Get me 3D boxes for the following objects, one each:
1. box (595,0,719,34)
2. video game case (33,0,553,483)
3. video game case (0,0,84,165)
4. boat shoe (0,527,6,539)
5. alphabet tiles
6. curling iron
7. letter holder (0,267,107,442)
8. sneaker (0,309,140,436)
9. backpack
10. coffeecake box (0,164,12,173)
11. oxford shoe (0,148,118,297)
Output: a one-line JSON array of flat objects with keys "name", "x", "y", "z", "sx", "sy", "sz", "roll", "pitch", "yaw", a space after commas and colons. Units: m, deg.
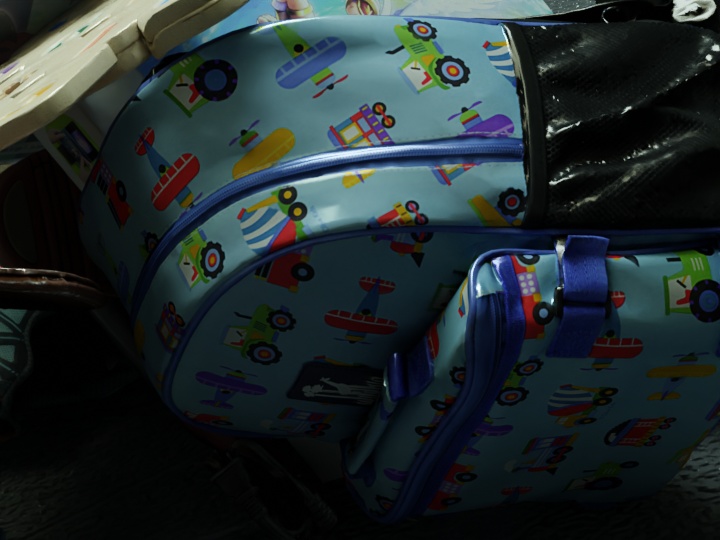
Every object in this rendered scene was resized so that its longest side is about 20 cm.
[{"name": "box", "x": 0.185, "y": -0.115, "z": 0.991, "sx": 0.124, "sy": 0.201, "sz": 0.148, "roll": -22, "pitch": 23, "yaw": -21}, {"name": "video game case", "x": 0.000, "y": -0.052, "z": 0.907, "sx": 0.200, "sy": 0.182, "sz": 0.045, "roll": -44, "pitch": 9, "yaw": -31}, {"name": "video game case", "x": -0.104, "y": -0.111, "z": 0.912, "sx": 0.023, "sy": 0.182, "sz": 0.200, "roll": 45, "pitch": 23, "yaw": 15}, {"name": "boat shoe", "x": -0.209, "y": 0.075, "z": 0.907, "sx": 0.072, "sy": 0.073, "sz": 0.199, "roll": -27, "pitch": 25, "yaw": -36}, {"name": "alphabet tiles", "x": -0.098, "y": -0.066, "z": 0.777, "sx": 0.199, "sy": 0.015, "sz": 0.196, "roll": -25, "pitch": 16, "yaw": 30}, {"name": "curling iron", "x": -0.064, "y": 0.046, "z": 0.899, "sx": 0.026, "sy": 0.050, "sz": 0.200, "roll": -46, "pitch": 38, "yaw": 0}, {"name": "letter holder", "x": -0.151, "y": 0.049, "z": 0.737, "sx": 0.141, "sy": 0.101, "sz": 0.200, "roll": 1, "pitch": -3, "yaw": -6}, {"name": "sneaker", "x": -0.123, "y": 0.022, "z": 1.029, "sx": 0.095, "sy": 0.080, "sz": 0.200, "roll": 26, "pitch": 34, "yaw": 23}, {"name": "backpack", "x": 0.015, "y": -0.001, "z": 0.765, "sx": 0.199, "sy": 0.135, "sz": 0.183, "roll": 0, "pitch": -29, "yaw": -22}, {"name": "coffeecake box", "x": -0.184, "y": -0.061, "z": 1.141, "sx": 0.154, "sy": 0.073, "sz": 0.200, "roll": -51, "pitch": 6, "yaw": 23}, {"name": "oxford shoe", "x": -0.096, "y": -0.024, "z": 0.985, "sx": 0.074, "sy": 0.071, "sz": 0.200, "roll": -6, "pitch": 2, "yaw": 37}]
